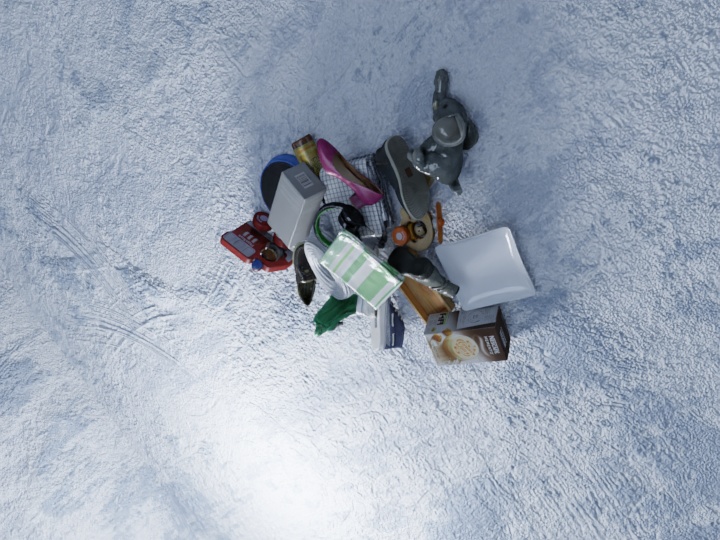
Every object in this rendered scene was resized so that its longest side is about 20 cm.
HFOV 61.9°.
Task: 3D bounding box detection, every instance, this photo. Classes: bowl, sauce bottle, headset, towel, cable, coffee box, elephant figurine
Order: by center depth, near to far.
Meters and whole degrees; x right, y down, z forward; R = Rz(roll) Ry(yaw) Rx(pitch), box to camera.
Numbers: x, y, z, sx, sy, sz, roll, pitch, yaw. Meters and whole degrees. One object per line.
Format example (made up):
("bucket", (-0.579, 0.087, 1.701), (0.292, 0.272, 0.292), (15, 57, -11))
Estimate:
("elephant figurine", (0.197, -0.309, 1.336), (0.151, 0.143, 0.203), (23, 115, -16))
("headset", (-0.028, -0.095, 1.506), (0.193, 0.095, 0.127), (11, 121, 7))
("towel", (0.000, 0.000, 1.510), (0.198, 0.024, 0.153), (38, 136, -4))
("coffee box", (0.275, 0.170, 1.547), (0.194, 0.081, 0.116), (-11, 122, 31))
("towel", (-0.005, -0.188, 1.560), (0.161, 0.085, 0.206), (-5, 111, 34))
("sauce bottle", (-0.115, -0.259, 1.606), (0.065, 0.066, 0.204), (-17, 106, 38))
("cable", (-0.080, -0.015, 1.657), (0.202, 0.069, 0.200), (52, 161, -3))
("bowl", (-0.202, -0.224, 1.699), (0.195, 0.039, 0.207), (16, 123, 26))

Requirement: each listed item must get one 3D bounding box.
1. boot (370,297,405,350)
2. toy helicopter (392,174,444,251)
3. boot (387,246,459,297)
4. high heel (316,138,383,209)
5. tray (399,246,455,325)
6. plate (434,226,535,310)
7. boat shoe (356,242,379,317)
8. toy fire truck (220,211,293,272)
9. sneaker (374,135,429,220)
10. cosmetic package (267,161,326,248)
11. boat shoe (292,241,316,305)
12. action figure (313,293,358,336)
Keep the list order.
("boot", (0.078, 0.119, 1.689), (0.072, 0.088, 0.208), (8, 96, 59))
("toy helicopter", (0.157, -0.147, 1.481), (0.129, 0.078, 0.207), (18, 112, 32))
("boot", (0.155, 0.013, 1.513), (0.130, 0.069, 0.199), (37, 175, -31))
("high heel", (-0.023, -0.244, 1.446), (0.095, 0.068, 0.201), (-18, 118, 46))
("tray", (0.157, 0.041, 1.608), (0.098, 0.037, 0.202), (-35, 94, 40))
("plate", (0.303, -0.006, 1.459), (0.195, 0.033, 0.203), (-15, 118, 32))
("boat shoe", (0.037, 0.029, 1.623), (0.068, 0.071, 0.208), (12, 100, 18))
("toy fire truck", (-0.294, -0.064, 1.763), (0.198, 0.168, 0.114), (37, 130, 9))
("sneaker", (0.101, -0.218, 1.456), (0.206, 0.073, 0.106), (70, 163, -3))
("cosmetic package", (-0.173, -0.171, 1.600), (0.107, 0.089, 0.202), (48, 144, 15))
("boat shoe", (-0.158, 0.012, 1.769), (0.065, 0.071, 0.205), (-120, 21, -50))
("action figure", (-0.075, 0.124, 1.700), (0.116, 0.200, 0.056), (28, 129, 17))
